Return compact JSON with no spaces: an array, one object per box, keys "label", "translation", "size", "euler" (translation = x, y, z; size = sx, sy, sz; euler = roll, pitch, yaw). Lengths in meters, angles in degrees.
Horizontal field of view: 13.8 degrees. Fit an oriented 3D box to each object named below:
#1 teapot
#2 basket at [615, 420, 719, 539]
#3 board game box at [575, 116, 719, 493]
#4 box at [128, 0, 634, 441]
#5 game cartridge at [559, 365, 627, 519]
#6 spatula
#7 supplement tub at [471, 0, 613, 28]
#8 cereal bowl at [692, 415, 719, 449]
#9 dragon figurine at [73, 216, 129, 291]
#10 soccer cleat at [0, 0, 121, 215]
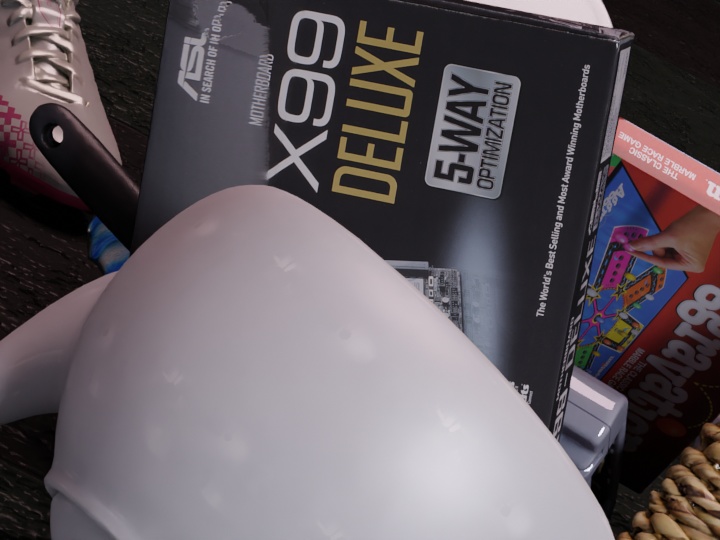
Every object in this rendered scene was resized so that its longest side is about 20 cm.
[{"label":"teapot","translation":[-0.025,0.084,0.922],"size":[0.198,0.146,0.200],"euler":[51,-13,-23]},{"label":"basket","translation":[0.208,0.131,1.101],"size":[0.200,0.149,0.143],"euler":[38,2,27]},{"label":"board game box","translation":[0.106,0.019,1.167],"size":[0.103,0.200,0.019],"euler":[28,58,-3]},{"label":"box","translation":[0.000,0.000,1.040],"size":[0.157,0.201,0.050],"euler":[12,11,10]},{"label":"game cartridge","translation":[0.039,0.051,1.165],"size":[0.133,0.041,0.200],"euler":[28,-14,10]},{"label":"spatula","translation":[-0.049,0.013,1.089],"size":[0.200,0.057,0.021],"euler":[46,22,-2]},{"label":"supplement tub","translation":[0.027,-0.045,1.257],"size":[0.144,0.145,0.200],"euler":[29,-27,5]},{"label":"cereal bowl","translation":[0.221,0.137,1.279],"size":[0.200,0.083,0.200],"euler":[26,15,-7]},{"label":"dragon figurine","translation":[-0.088,0.015,1.177],"size":[0.099,0.059,0.200],"euler":[36,16,26]},{"label":"soccer cleat","translation":[-0.157,-0.101,1.383],"size":[0.070,0.086,0.200],"euler":[16,19,-37]}]
